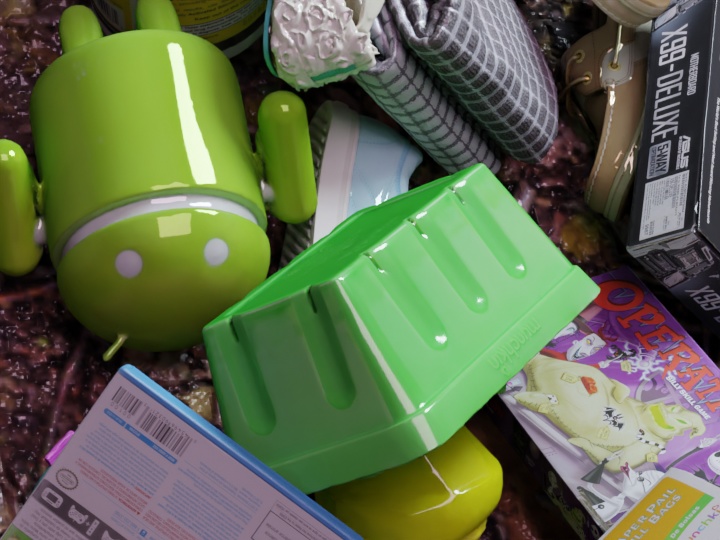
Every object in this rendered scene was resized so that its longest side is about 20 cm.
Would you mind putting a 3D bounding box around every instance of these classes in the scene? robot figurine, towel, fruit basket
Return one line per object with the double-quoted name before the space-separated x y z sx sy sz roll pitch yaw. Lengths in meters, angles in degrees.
"robot figurine" -0.112 -0.046 1.298 0.175 0.116 0.201 -9 65 -6
"towel" 0.036 -0.167 1.395 0.085 0.166 0.201 -26 60 17
"fruit basket" 0.029 0.076 1.228 0.215 0.155 0.217 25 55 -43

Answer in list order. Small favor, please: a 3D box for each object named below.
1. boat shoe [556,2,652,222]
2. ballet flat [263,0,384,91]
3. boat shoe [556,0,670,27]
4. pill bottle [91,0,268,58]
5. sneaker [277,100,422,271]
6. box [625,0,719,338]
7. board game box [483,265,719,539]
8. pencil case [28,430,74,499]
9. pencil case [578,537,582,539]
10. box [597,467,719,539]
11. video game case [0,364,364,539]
"boat shoe" 0.152 -0.116 1.468 0.066 0.074 0.201 15 53 2
"ballet flat" -0.010 -0.190 1.293 0.071 0.072 0.201 7 75 -16
"boat shoe" 0.122 -0.191 1.458 0.072 0.065 0.200 24 22 -35
"pill bottle" -0.100 -0.210 1.336 0.112 0.200 0.113 0 59 -1
"sneaker" 0.000 0.000 1.339 0.082 0.074 0.201 18 61 -15
"box" 0.224 -0.057 1.420 0.158 0.050 0.201 40 47 -36
"board game box" 0.142 0.079 1.310 0.120 0.032 0.200 -15 41 -21
"pencil case" -0.077 0.161 1.203 0.200 0.092 0.085 34 61 3
"pencil case" 0.166 0.157 1.301 0.200 0.078 0.087 -36 119 -33
"box" 0.190 0.211 1.195 0.112 0.101 0.200 -42 113 -12
"video game case" -0.111 0.166 1.155 0.143 0.018 0.200 36 97 3
